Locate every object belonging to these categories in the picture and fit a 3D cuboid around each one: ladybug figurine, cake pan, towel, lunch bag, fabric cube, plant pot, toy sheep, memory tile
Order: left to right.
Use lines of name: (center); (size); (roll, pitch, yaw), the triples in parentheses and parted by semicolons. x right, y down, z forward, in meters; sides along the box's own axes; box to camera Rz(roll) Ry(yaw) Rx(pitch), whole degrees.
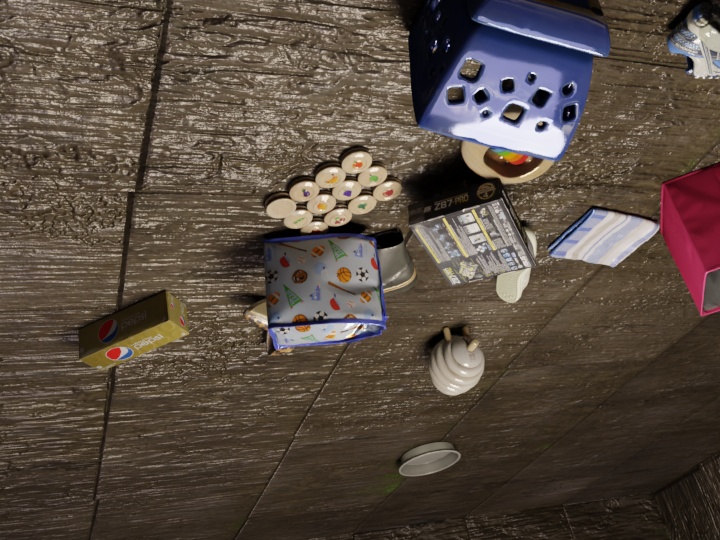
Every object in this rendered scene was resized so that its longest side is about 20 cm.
lunch bag: (-0.059, 0.034, 1.385); (0.196, 0.173, 0.124); (-7, 157, 0)
memory tile: (-0.043, -0.119, 1.320); (0.198, 0.017, 0.153); (-27, 146, 20)
cake pan: (0.210, 0.580, 2.515); (0.196, 0.037, 0.201); (-10, 149, -6)
toy sheep: (0.216, 0.205, 1.829); (0.135, 0.140, 0.201); (-3, 147, -17)
ladybug figurine: (0.222, -0.203, 1.242); (0.135, 0.073, 0.199); (-31, 146, 27)
plant pot: (0.177, -0.276, 0.971); (0.196, 0.203, 0.181); (10, 137, -13)
towel: (0.486, -0.062, 1.624); (0.197, 0.024, 0.147); (8, 141, -32)
fabric cube: (0.696, -0.069, 1.532); (0.197, 0.202, 0.197); (-20, 148, 10)

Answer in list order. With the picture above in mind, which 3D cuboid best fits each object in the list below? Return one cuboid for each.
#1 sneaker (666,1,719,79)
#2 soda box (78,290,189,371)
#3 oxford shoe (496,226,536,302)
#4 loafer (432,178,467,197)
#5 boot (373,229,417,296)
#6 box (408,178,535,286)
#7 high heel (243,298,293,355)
sneaker: (0.522, -0.320, 1.197); (0.198, 0.078, 0.085); (20, 146, -33)
soda box: (-0.413, 0.111, 1.484); (0.197, 0.065, 0.068); (-24, 148, 14)
oxford shoe: (0.306, -0.019, 1.592); (0.058, 0.074, 0.202); (-46, 153, -31)
loafer: (0.203, -0.094, 1.405); (0.071, 0.074, 0.199); (-29, 146, 27)
boot: (0.000, 0.000, 1.486); (0.197, 0.078, 0.139); (-26, 144, -5)
box: (0.188, -0.056, 1.354); (0.159, 0.050, 0.200); (-16, 142, 21)
high heel: (-0.185, 0.123, 1.586); (0.142, 0.072, 0.198); (-40, 150, 26)
